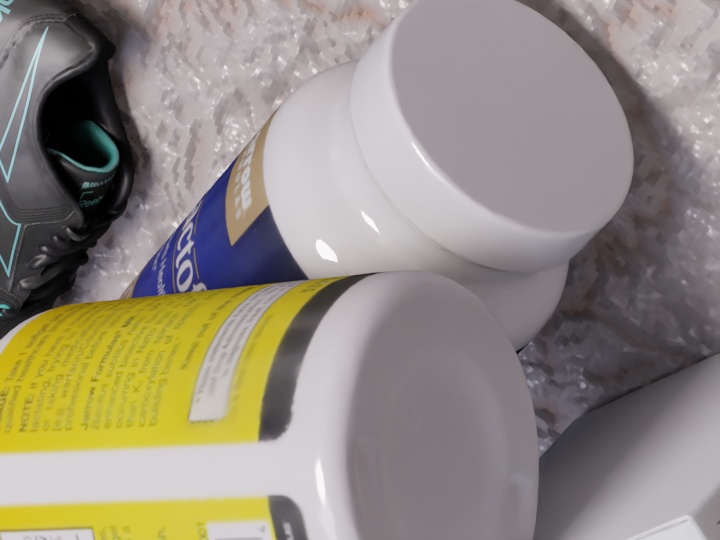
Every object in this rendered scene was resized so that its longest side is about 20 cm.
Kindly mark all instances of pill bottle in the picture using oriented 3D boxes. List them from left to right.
[{"bbox_3d":[-0.055,0.064,0.871,0.199,0.114,0.115,-5,114,35],"label":"pill bottle"},{"bbox_3d":[0.000,0.000,0.949,0.116,0.116,0.200,46,134,3],"label":"pill bottle"}]

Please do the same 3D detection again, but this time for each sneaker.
[{"bbox_3d":[-0.132,-0.021,1.063,0.079,0.075,0.201,20,128,22],"label":"sneaker"}]

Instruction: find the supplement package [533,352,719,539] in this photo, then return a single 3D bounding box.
[{"bbox_3d":[0.140,0.143,0.911,0.150,0.152,0.200,-28,99,43],"label":"supplement package"}]
